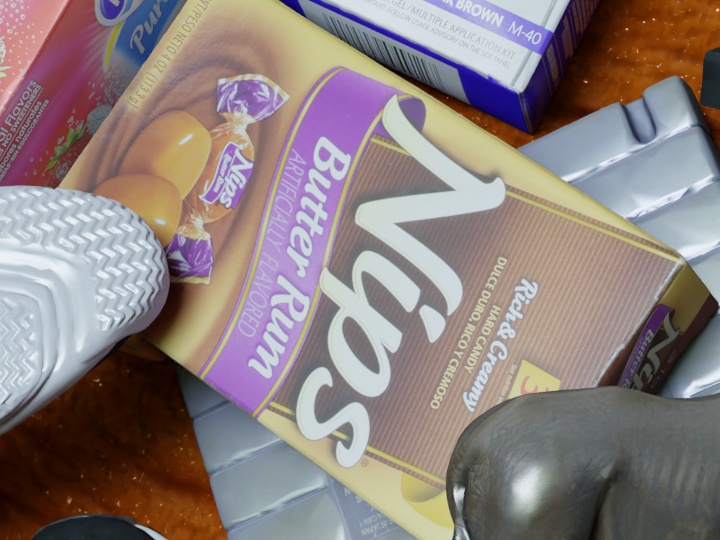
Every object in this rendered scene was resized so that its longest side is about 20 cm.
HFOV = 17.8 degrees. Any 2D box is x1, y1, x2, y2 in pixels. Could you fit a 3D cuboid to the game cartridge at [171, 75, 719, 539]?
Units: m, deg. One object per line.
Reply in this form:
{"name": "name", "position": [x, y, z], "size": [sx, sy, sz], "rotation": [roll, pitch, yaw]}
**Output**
{"name": "game cartridge", "position": [0.041, 0.035, 0.764], "size": [0.199, 0.038, 0.130], "rotation": [-24, 71, 13]}

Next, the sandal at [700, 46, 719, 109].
{"name": "sandal", "position": [0.203, -0.042, 0.711], "size": [0.200, 0.075, 0.048], "rotation": [7, 102, 30]}

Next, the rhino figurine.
{"name": "rhino figurine", "position": [0.111, 0.072, 0.669], "size": [0.199, 0.060, 0.088], "rotation": [-2, 104, -19]}

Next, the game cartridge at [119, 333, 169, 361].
{"name": "game cartridge", "position": [-0.128, -0.075, 0.865], "size": [0.199, 0.032, 0.177], "rotation": [16, 81, 27]}

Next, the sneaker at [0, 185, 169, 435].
{"name": "sneaker", "position": [-0.148, 0.044, 0.749], "size": [0.199, 0.114, 0.076], "rotation": [-27, 70, -1]}

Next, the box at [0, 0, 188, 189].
{"name": "box", "position": [-0.102, -0.115, 0.795], "size": [0.099, 0.095, 0.200], "rotation": [29, 87, 26]}

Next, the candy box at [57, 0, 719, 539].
{"name": "candy box", "position": [0.000, 0.000, 0.743], "size": [0.200, 0.056, 0.117], "rotation": [34, 88, 25]}

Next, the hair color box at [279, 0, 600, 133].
{"name": "hair color box", "position": [0.054, -0.162, 0.789], "size": [0.109, 0.065, 0.201], "rotation": [26, 83, 12]}

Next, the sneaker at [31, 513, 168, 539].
{"name": "sneaker", "position": [-0.062, 0.165, 0.662], "size": [0.076, 0.088, 0.201], "rotation": [-24, 76, 18]}
